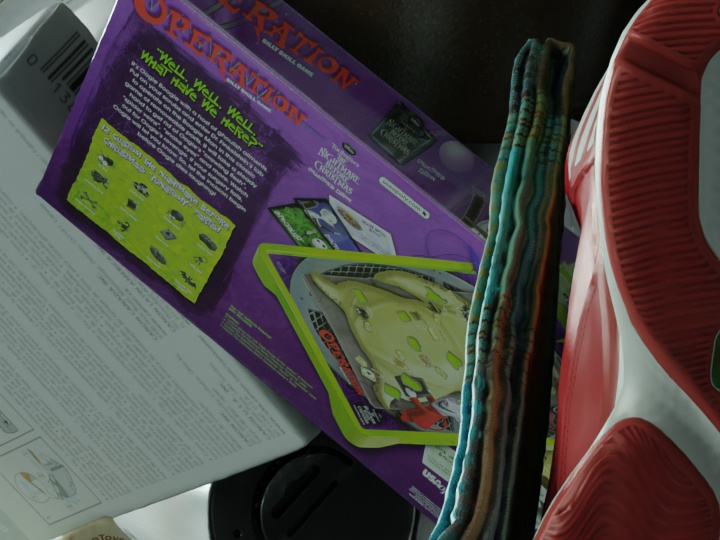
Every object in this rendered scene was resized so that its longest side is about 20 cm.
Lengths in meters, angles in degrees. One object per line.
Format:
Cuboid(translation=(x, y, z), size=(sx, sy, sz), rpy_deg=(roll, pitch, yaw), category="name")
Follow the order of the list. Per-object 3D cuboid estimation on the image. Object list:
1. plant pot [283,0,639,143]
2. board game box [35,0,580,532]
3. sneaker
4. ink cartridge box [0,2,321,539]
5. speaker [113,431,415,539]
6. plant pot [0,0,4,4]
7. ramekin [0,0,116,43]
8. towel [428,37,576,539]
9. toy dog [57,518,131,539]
Cuboid(translation=(0.022, -0.156, 0.835), size=(0.200, 0.199, 0.199), rpy_deg=(-116, 31, -64), category="plant pot")
Cuboid(translation=(0.000, 0.000, 0.809), size=(0.032, 0.200, 0.120), rpy_deg=(-47, -7, -34), category="board game box")
Cuboid(translation=(0.074, 0.034, 0.602), size=(0.116, 0.078, 0.201), rpy_deg=(-64, -15, -82), category="sneaker")
Cuboid(translation=(-0.113, 0.011, 0.966), size=(0.200, 0.163, 0.057), rpy_deg=(-22, 23, 53), category="ink cartridge box")
Cuboid(translation=(-0.045, 0.084, 1.076), size=(0.200, 0.081, 0.082), rpy_deg=(180, 100, -73), category="speaker")
Cuboid(translation=(-0.097, -0.131, 1.212), size=(0.197, 0.194, 0.201), rpy_deg=(-111, 27, -61), category="plant pot")
Cuboid(translation=(-0.058, -0.089, 1.018), size=(0.202, 0.094, 0.203), rpy_deg=(-34, 18, 12), category="ramekin")
Cuboid(translation=(0.031, 0.057, 0.665), size=(0.201, 0.022, 0.147), rpy_deg=(-77, -9, -50), category="towel")
Cuboid(translation=(-0.131, 0.058, 1.354), size=(0.132, 0.096, 0.201), rpy_deg=(-114, 37, -62), category="toy dog")
